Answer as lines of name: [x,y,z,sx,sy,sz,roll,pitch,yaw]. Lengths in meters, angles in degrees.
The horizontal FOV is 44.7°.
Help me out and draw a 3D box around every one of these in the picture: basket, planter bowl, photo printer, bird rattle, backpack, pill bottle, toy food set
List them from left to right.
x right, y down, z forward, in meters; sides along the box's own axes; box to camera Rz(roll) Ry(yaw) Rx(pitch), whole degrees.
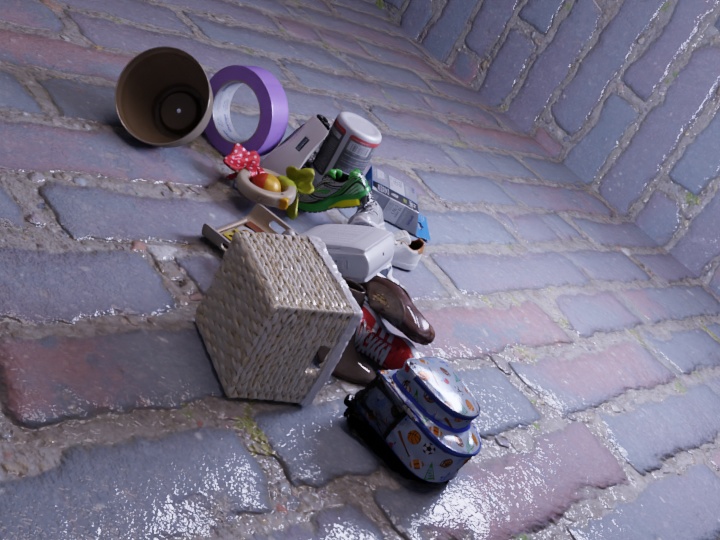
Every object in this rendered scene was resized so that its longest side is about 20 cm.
planter bowl: [-0.392,-0.344,1.821,0.199,0.201,0.135,36,-2,8]
toy food set: [-0.195,-0.063,1.665,0.143,0.061,0.200,38,25,10]
bird rattle: [-0.197,-0.188,1.825,0.198,0.113,0.163,28,24,-8]
basket: [-0.132,0.068,1.344,0.159,0.199,0.201,9,34,-36]
pill bottle: [-0.045,-0.251,2.010,0.115,0.201,0.116,25,26,-13]
photo printer: [-0.032,-0.035,1.567,0.164,0.070,0.200,5,15,17]
backpack: [0.105,0.236,1.386,0.199,0.154,0.191,-2,52,-55]

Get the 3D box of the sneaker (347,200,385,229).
sneaker: [0.007,-0.120,1.910,0.074,0.083,0.200,-7,1,8]

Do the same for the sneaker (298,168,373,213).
sneaker: [-0.067,-0.180,1.907,0.078,0.198,0.086,-45,123,-55]

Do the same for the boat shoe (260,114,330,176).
boat shoe: [-0.146,-0.266,1.972,0.075,0.200,0.093,49,1,-5]

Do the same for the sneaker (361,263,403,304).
sneaker: [0.000,0.000,1.753,0.129,0.079,0.200,17,38,-47]

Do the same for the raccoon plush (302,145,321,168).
raccoon plush: [-0.088,-0.283,2.093,0.097,0.135,0.199,40,26,15]

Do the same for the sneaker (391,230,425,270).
sneaker: [0.055,-0.061,1.924,0.198,0.085,0.073,8,35,-35]

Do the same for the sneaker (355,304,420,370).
sneaker: [0.016,0.127,1.555,0.112,0.072,0.200,7,27,-49]

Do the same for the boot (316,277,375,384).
boot: [-0.032,0.090,1.476,0.198,0.147,0.070,28,20,-10]

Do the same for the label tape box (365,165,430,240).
label tape box: [0.099,-0.167,2.187,0.198,0.067,0.144,25,26,-13]

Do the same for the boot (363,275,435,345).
boot: [0.039,0.048,1.531,0.186,0.064,0.200,39,3,28]

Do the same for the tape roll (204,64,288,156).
tape roll: [-0.258,-0.352,1.944,0.200,0.201,0.065,41,27,18]
